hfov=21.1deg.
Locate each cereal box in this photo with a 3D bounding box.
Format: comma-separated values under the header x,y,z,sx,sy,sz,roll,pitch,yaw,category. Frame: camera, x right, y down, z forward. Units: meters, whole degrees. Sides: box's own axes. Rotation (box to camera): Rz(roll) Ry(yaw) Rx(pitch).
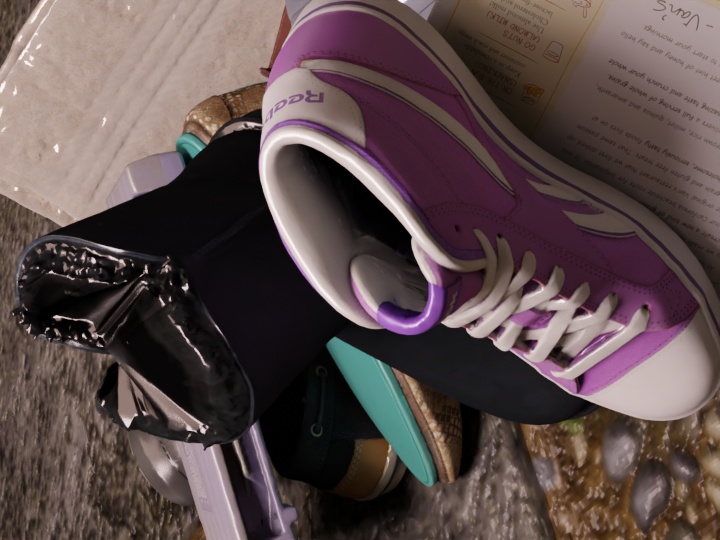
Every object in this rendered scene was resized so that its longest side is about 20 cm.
x,y,z,sx,sy,sz,roll,pitch,yaw,category
0.092,-0.069,0.671,0.200,0.144,0.040,-62,2,33,cereal box

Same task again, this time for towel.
x,y,z,sx,sy,sz,roll,pitch,yaw,category
-0.096,-0.101,0.950,0.200,0.132,0.035,-53,22,16,towel

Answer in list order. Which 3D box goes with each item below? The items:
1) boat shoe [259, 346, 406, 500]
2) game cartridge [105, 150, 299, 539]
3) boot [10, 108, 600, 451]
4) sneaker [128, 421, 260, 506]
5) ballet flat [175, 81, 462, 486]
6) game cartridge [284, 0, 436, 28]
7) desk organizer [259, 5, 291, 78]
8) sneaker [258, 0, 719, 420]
x,y,z,sx,sy,sz,roll,pitch,yaw,category
-0.035,0.024,0.938,0.075,0.062,0.200,-59,39,40,boat shoe
-0.071,0.051,0.887,0.130,0.038,0.201,158,96,-82,game cartridge
-0.012,0.025,0.726,0.200,0.168,0.077,32,124,9,boot
-0.093,0.024,1.040,0.079,0.075,0.200,-39,60,33,sneaker
0.000,0.000,0.851,0.200,0.065,0.070,55,161,-8,ballet flat
0.022,-0.163,0.802,0.133,0.042,0.200,-34,34,26,game cartridge
0.040,-0.092,0.820,0.200,0.072,0.077,33,112,55,desk organizer
0.042,0.007,0.635,0.073,0.200,0.114,-43,19,30,sneaker
